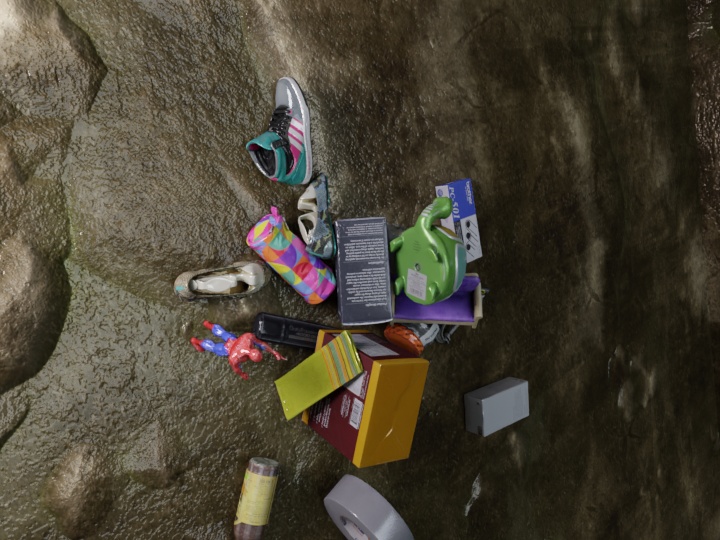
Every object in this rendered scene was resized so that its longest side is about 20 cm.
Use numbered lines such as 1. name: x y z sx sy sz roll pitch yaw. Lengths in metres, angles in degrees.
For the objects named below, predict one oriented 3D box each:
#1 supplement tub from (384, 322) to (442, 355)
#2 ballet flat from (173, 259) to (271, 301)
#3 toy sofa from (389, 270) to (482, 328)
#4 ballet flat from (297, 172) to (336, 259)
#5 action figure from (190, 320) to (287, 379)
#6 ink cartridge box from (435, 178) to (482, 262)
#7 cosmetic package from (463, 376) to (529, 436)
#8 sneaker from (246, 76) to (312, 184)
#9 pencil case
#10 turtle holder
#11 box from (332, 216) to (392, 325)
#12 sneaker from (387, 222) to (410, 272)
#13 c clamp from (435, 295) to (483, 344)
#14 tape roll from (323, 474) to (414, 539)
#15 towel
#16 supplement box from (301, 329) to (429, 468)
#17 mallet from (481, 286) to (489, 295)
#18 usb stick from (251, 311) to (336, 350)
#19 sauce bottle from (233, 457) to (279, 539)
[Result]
1. supplement tub: 0.143 0.085 1.290 0.123 0.121 0.202 47 64 -30
2. ballet flat: -0.233 0.021 1.015 0.197 0.075 0.070 -9 95 -38
3. toy sofa: 0.154 0.062 1.177 0.098 0.195 0.084 86 7 -61
4. ballet flat: -0.090 -0.114 1.096 0.073 0.074 0.203 21 44 -37
5. action figure: -0.206 0.142 0.962 0.099 0.198 0.066 46 66 -30
6. ink cartridge box: 0.249 -0.121 1.416 0.093 0.044 0.205 -20 104 -38
7. cosmetic package: 0.369 0.363 1.516 0.197 0.073 0.104 -7 96 -36
8. sneaker: -0.161 -0.260 1.062 0.120 0.082 0.205 -18 104 -46
9. pencil case: -0.130 -0.023 1.091 0.200 0.087 0.089 49 64 -32
10. turtle holder: 0.135 -0.034 1.085 0.130 0.140 0.189 -15 87 -39
11. box: 0.000 0.000 1.133 0.102 0.148 0.205 -4 93 -6
12. sneaker: 0.077 -0.044 1.205 0.076 0.200 0.102 15 91 5
13. c clamp: 0.251 0.112 1.404 0.200 0.027 0.172 -43 149 -20
14. tape roll: 0.016 0.520 1.157 0.066 0.198 0.203 -40 115 -29
15. towel: -0.083 0.200 1.064 0.018 0.199 0.087 22 38 -51
16. supplement box: 0.005 0.242 1.113 0.131 0.198 0.202 5 100 -40
17. mallet: 0.183 0.029 1.232 0.197 0.041 0.067 23 117 -8
18. usb stick: -0.127 0.127 1.132 0.197 0.032 0.057 16 75 -38
19. sauce bottle: -0.204 0.463 1.063 0.064 0.064 0.204 20 79 -37
